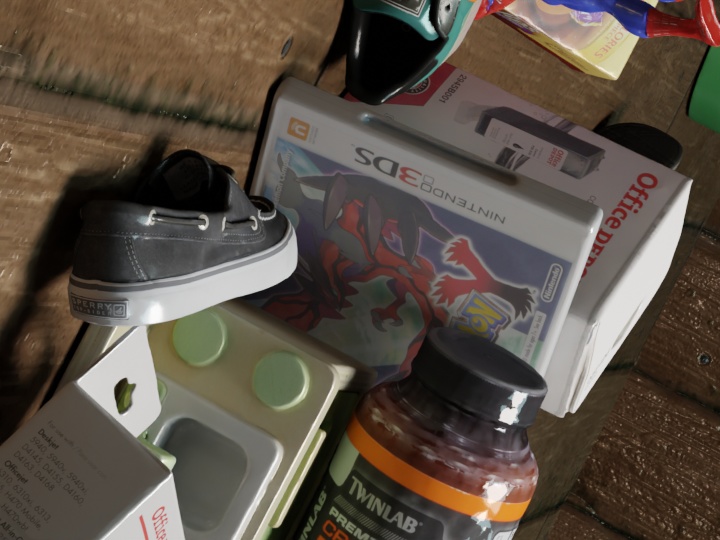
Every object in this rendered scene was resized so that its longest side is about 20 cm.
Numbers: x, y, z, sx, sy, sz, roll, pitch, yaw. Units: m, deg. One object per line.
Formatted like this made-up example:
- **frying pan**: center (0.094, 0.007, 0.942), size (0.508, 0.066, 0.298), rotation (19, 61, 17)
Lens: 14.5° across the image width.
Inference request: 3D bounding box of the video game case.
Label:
- **video game case**: center (0.019, 0.010, 1.518), size (0.023, 0.182, 0.201), rotation (-59, 169, -47)

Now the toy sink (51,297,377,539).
- **toy sink**: center (-0.077, 0.084, 1.444), size (0.131, 0.112, 0.200), rotation (-63, 168, 1)

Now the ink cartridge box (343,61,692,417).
- **ink cartridge box**: center (0.067, -0.026, 1.595), size (0.146, 0.199, 0.085), rotation (-52, 164, -42)

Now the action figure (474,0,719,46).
- **action figure**: center (0.108, -0.181, 1.542), size (0.065, 0.199, 0.099), rotation (-49, 131, -36)

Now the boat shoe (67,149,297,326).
- **boat shoe**: center (-0.082, -0.023, 1.327), size (0.200, 0.070, 0.067), rotation (-23, 116, -65)

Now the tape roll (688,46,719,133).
- **tape roll**: center (0.400, -0.236, 2.888), size (0.201, 0.048, 0.201), rotation (-57, 167, -21)

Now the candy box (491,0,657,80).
- **candy box**: center (0.144, -0.229, 1.674), size (0.201, 0.116, 0.056), rotation (-61, -150, -2)

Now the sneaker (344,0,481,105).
- **sneaker**: center (0.041, -0.169, 1.489), size (0.080, 0.071, 0.201), rotation (-55, 168, -48)

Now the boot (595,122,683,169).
- **boot**: center (0.198, -0.031, 2.429), size (0.200, 0.073, 0.151), rotation (-43, 156, -48)

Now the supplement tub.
- **supplement tub**: center (0.025, 0.133, 1.491), size (0.201, 0.107, 0.107), rotation (-66, 167, 14)

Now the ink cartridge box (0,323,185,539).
- **ink cartridge box**: center (-0.143, 0.129, 1.267), size (0.200, 0.067, 0.116), rotation (-43, 162, -17)
